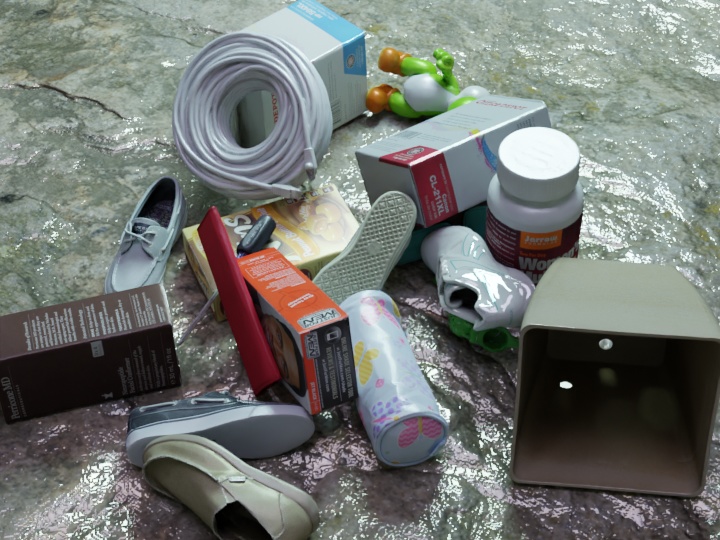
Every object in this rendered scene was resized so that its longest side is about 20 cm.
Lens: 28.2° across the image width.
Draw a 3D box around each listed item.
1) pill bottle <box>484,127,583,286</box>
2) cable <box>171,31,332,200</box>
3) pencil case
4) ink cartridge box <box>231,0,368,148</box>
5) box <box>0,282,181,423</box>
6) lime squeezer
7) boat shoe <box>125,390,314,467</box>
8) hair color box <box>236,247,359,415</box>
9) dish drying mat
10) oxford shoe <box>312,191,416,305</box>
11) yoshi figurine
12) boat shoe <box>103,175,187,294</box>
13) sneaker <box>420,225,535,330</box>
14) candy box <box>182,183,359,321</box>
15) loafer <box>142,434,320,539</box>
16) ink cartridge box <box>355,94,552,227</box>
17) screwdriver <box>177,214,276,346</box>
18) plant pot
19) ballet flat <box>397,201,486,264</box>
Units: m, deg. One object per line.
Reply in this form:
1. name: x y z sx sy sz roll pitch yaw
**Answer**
1. pill bottle: 0.196 -0.055 1.621 0.108 0.201 0.110 -1 44 1
2. cable: -0.129 -0.185 1.733 0.198 0.069 0.202 5 87 20
3. pencil case: 0.028 0.115 1.538 0.083 0.090 0.201 -42 41 19
4. ink cartridge box: -0.104 -0.245 1.877 0.199 0.129 0.125 -31 50 -27
5. box: -0.301 0.089 1.560 0.198 0.101 0.075 -11 45 -9
6. lime squeezer: 0.146 0.065 1.628 0.199 0.038 0.070 29 21 29
7. boat shoe: -0.149 0.158 1.511 0.198 0.072 0.068 -10 45 2
8. hair color box: -0.074 0.061 1.543 0.061 0.102 0.200 -18 28 -21
9. dish drying mat: -0.133 0.034 1.562 0.018 0.077 0.202 -16 79 -22
10. oxford shoe: 0.000 0.000 1.642 0.075 0.058 0.201 33 85 6
11. yoshi figurine: 0.103 -0.219 1.870 0.199 0.113 0.112 23 63 21
12. boat shoe: -0.259 -0.036 1.707 0.069 0.072 0.202 8 45 10
13. sneaker: 0.115 0.006 1.606 0.080 0.071 0.200 -14 30 -26
14. candy box: -0.099 -0.023 1.701 0.198 0.056 0.116 -17 47 -16
15. loafer: -0.139 0.226 1.432 0.198 0.076 0.068 18 41 18
16. ink cartridge box: 0.118 -0.135 1.722 0.199 0.083 0.146 -24 20 -20
17. screwdriver: -0.149 0.014 1.619 0.029 0.028 0.201 33 58 -9
18. plant pot: 0.261 0.092 1.485 0.198 0.201 0.178 4 35 5
19. ballet flat: 0.115 -0.057 1.726 0.198 0.069 0.069 -8 31 -7
